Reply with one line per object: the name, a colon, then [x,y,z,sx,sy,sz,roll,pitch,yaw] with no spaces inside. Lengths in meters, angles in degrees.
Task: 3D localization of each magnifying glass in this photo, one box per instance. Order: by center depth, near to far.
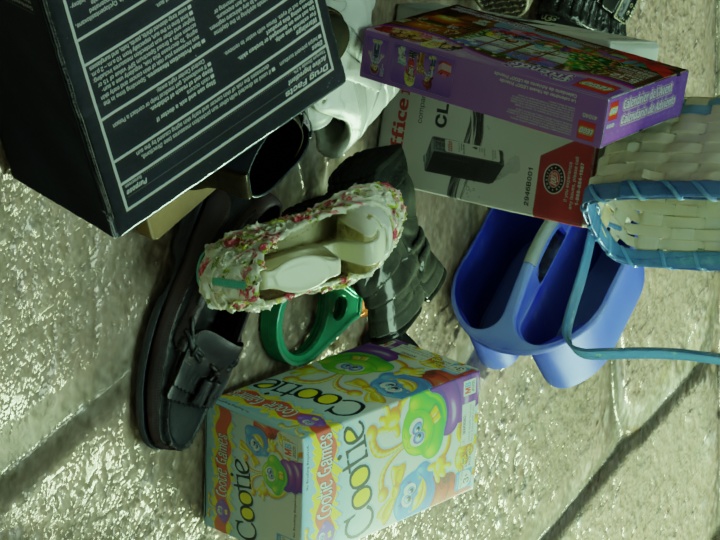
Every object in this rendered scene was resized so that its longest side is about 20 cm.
magnifying glass: [-0.015,0.028,1.857,0.200,0.022,0.080,-11,110,-59]

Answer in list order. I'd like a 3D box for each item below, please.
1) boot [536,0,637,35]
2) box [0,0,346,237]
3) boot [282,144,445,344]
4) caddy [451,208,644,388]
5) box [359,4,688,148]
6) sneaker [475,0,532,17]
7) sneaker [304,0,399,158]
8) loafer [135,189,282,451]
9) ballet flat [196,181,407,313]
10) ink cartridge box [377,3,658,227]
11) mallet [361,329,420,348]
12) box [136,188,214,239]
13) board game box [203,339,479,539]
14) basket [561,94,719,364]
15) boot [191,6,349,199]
boot: [0.221,-0.217,2.103,0.211,0.079,0.159,39,68,-57]
box: [-0.133,-0.165,1.445,0.200,0.123,0.199,-36,132,-27]
boot: [0.000,0.000,1.780,0.200,0.067,0.131,-41,116,-47]
caddy: [0.164,0.002,2.032,0.201,0.141,0.105,-61,149,-27]
box: [0.118,-0.143,1.701,0.137,0.199,0.039,-24,127,-56]
sneaker: [0.100,-0.298,1.900,0.201,0.070,0.076,74,22,-45]
sneaker: [-0.029,-0.160,1.706,0.100,0.075,0.200,-58,144,-22]
loafer: [-0.106,0.033,1.663,0.072,0.063,0.201,14,89,-60]
ballet flat: [-0.026,-0.010,1.648,0.199,0.064,0.076,-23,116,-39]
ink cartridge box: [0.119,-0.124,1.849,0.084,0.199,0.145,-5,106,-55]
mallet: [-0.008,0.134,1.900,0.201,0.041,0.066,-59,145,-21]
box: [-0.115,-0.146,1.601,0.163,0.021,0.201,-43,136,-34]
board game box: [-0.013,0.133,1.789,0.199,0.103,0.106,-18,117,-45]
basket: [0.248,-0.026,1.737,0.139,0.175,0.201,52,48,-55]
boot: [-0.052,-0.108,1.596,0.200,0.097,0.075,-41,135,-31]
